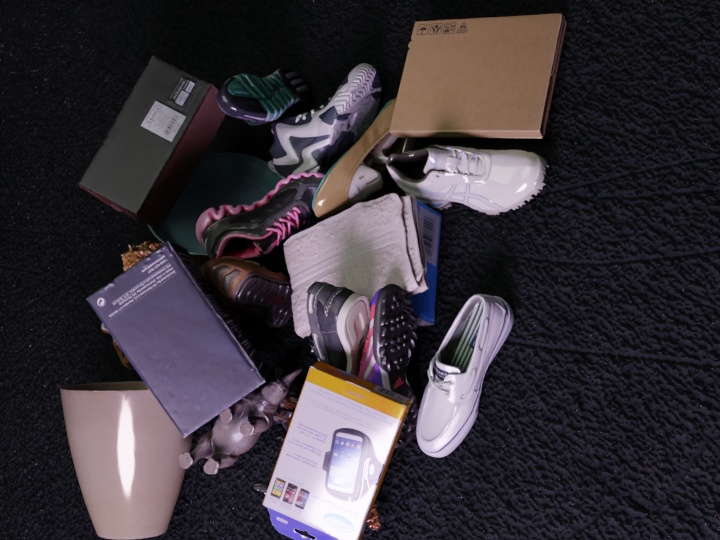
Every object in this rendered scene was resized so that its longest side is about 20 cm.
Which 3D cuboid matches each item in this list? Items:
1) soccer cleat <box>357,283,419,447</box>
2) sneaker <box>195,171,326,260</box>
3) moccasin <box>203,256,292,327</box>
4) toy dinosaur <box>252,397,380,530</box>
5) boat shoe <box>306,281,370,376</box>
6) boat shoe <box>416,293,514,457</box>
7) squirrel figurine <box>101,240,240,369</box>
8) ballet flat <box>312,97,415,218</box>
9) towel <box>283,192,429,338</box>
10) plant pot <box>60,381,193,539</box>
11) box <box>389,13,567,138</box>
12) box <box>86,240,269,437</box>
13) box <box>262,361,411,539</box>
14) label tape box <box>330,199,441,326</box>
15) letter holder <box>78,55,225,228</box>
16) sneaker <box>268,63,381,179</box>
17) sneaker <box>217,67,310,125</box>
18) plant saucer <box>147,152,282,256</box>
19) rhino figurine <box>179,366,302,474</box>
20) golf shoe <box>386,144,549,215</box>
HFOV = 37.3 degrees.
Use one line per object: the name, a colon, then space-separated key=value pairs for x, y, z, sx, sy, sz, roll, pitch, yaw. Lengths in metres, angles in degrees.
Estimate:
soccer cleat: x=0.024 y=0.109 z=1.248 sx=0.073 sy=0.068 sz=0.200 roll=14 pitch=118 yaw=42
sneaker: x=-0.114 y=-0.057 z=1.382 sx=0.200 sy=0.079 sz=0.095 roll=-23 pitch=38 yaw=3
moccasin: x=-0.137 y=0.026 z=1.360 sx=0.078 sy=0.201 sz=0.074 roll=32 pitch=96 yaw=24
toy dinosaur: x=-0.050 y=0.238 z=1.296 sx=0.136 sy=0.102 sz=0.200 roll=-47 pitch=34 yaw=-2
boat shoe: x=-0.025 y=0.087 z=1.269 sx=0.068 sy=0.200 sz=0.072 roll=19 pitch=54 yaw=20
boat shoe: x=0.105 y=0.116 z=1.226 sx=0.074 sy=0.067 sz=0.200 roll=21 pitch=88 yaw=41
squirrel figurine: x=-0.284 y=0.047 z=1.535 sx=0.187 sy=0.141 sz=0.200 roll=-43 pitch=39 yaw=32
ballet flat: x=0.016 y=-0.140 z=1.356 sx=0.063 sy=0.069 sz=0.200 roll=28 pitch=72 yaw=26
towel: x=-0.010 y=-0.008 z=1.296 sx=0.200 sy=0.034 sz=0.133 roll=-24 pitch=62 yaw=30
plant pot: x=-0.312 y=0.256 z=1.452 sx=0.187 sy=0.187 sz=0.200 roll=-2 pitch=88 yaw=38
box: x=0.142 y=-0.238 z=1.313 sx=0.200 sy=0.021 sz=0.164 roll=4 pitch=71 yaw=28
box: x=-0.215 y=0.082 z=1.303 sx=0.123 sy=0.200 sz=0.198 roll=-36 pitch=90 yaw=-4
box: x=-0.031 y=0.217 z=1.215 sx=0.119 sy=0.041 sz=0.200 roll=22 pitch=103 yaw=11
label tape box: x=0.000 y=0.000 z=1.350 sx=0.200 sy=0.063 sz=0.144 roll=-7 pitch=70 yaw=36
letter holder: x=-0.267 y=-0.162 z=1.455 sx=0.100 sy=0.142 sz=0.200 roll=27 pitch=84 yaw=15
sneaker: x=-0.062 y=-0.204 z=1.458 sx=0.130 sy=0.079 sz=0.199 roll=30 pitch=105 yaw=32
sneaker: x=-0.146 y=-0.222 z=1.473 sx=0.088 sy=0.200 sz=0.074 roll=-39 pitch=84 yaw=30
plant saucer: x=-0.200 y=-0.086 z=1.503 sx=0.200 sy=0.036 sz=0.200 roll=-2 pitch=49 yaw=2
rhino figurine: x=-0.145 y=0.190 z=1.390 sx=0.200 sy=0.087 sz=0.060 roll=-45 pitch=80 yaw=16
golf shoe: x=0.121 y=-0.115 z=1.274 sx=0.200 sy=0.097 sz=0.078 roll=-3 pitch=71 yaw=36
